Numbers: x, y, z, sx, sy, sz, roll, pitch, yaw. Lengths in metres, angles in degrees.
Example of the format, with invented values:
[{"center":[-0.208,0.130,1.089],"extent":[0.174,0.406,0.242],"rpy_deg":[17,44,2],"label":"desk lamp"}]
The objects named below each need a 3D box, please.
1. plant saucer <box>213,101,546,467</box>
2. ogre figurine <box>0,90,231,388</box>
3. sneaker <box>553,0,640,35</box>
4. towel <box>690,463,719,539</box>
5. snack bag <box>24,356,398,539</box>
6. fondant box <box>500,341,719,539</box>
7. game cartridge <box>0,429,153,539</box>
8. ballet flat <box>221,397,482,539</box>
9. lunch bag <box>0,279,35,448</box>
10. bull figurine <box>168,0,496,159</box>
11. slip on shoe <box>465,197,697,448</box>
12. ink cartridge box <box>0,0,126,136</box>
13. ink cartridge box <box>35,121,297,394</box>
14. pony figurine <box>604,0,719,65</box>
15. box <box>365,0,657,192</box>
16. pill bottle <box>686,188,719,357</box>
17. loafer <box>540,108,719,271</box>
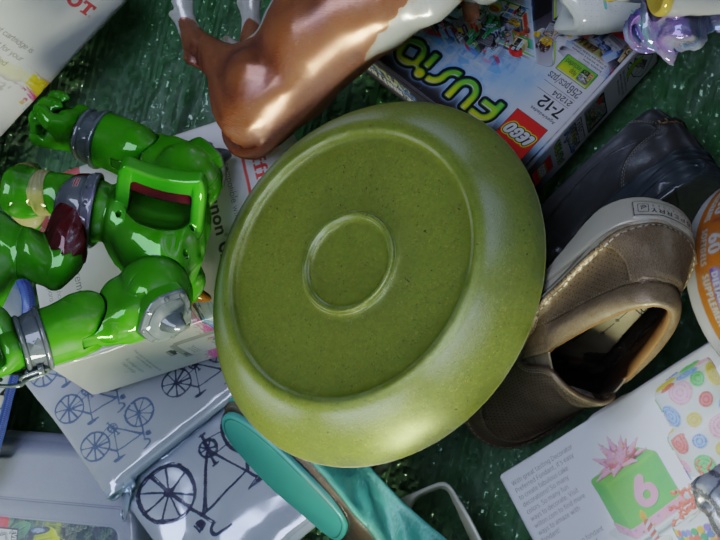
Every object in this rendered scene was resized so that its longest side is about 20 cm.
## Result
[{"center":[0.000,0.000,1.017],"extent":[0.198,0.031,0.202],"rpy_deg":[-12,65,27],"label":"plant saucer"},{"center":[-0.138,-0.019,1.045],"extent":[0.118,0.200,0.099],"rpy_deg":[3,115,6],"label":"ogre figurine"},{"center":[0.110,-0.213,1.074],"extent":[0.079,0.071,0.202],"rpy_deg":[-17,62,-11],"label":"sneaker"},{"center":[0.277,0.135,0.917],"extent":[0.164,0.086,0.201],"rpy_deg":[-21,69,-20],"label":"towel"},{"center":[-0.077,0.074,1.143],"extent":[0.188,0.021,0.200],"rpy_deg":[-40,68,1],"label":"snack bag"},{"center":[0.183,0.156,1.011],"extent":[0.144,0.058,0.201],"rpy_deg":[-34,71,16],"label":"fondant box"},{"center":[-0.185,0.199,1.185],"extent":[0.132,0.041,0.202],"rpy_deg":[1,82,21],"label":"game cartridge"},{"center":[0.012,0.130,1.078],"extent":[0.070,0.067,0.200],"rpy_deg":[-41,82,-23],"label":"ballet flat"},{"center":[-0.292,0.052,1.217],"extent":[0.199,0.075,0.162],"rpy_deg":[18,96,42],"label":"lunch bag"},{"center":[-0.012,-0.149,1.068],"extent":[0.199,0.065,0.122],"rpy_deg":[-38,61,13],"label":"bull figurine"},{"center":[0.109,0.044,1.007],"extent":[0.200,0.075,0.061],"rpy_deg":[-51,30,45],"label":"slip on shoe"},{"center":[-0.276,-0.168,1.203],"extent":[0.200,0.146,0.146],"rpy_deg":[-44,47,11],"label":"ink cartridge box"},{"center":[-0.085,-0.017,1.126],"extent":[0.198,0.068,0.118],"rpy_deg":[-18,69,9],"label":"ink cartridge box"},{"center":[0.220,-0.152,0.978],"extent":[0.198,0.167,0.195],"rpy_deg":[-2,66,-20],"label":"pony figurine"},{"center":[0.057,-0.141,1.110],"extent":[0.200,0.035,0.110],"rpy_deg":[39,80,24],"label":"box"},{"center":[0.256,-0.017,0.928],"extent":[0.200,0.111,0.113],"rpy_deg":[-27,68,53],"label":"pill bottle"},{"center":[0.110,-0.006,1.072],"extent":[0.199,0.073,0.073],"rpy_deg":[-36,46,14],"label":"loafer"}]
